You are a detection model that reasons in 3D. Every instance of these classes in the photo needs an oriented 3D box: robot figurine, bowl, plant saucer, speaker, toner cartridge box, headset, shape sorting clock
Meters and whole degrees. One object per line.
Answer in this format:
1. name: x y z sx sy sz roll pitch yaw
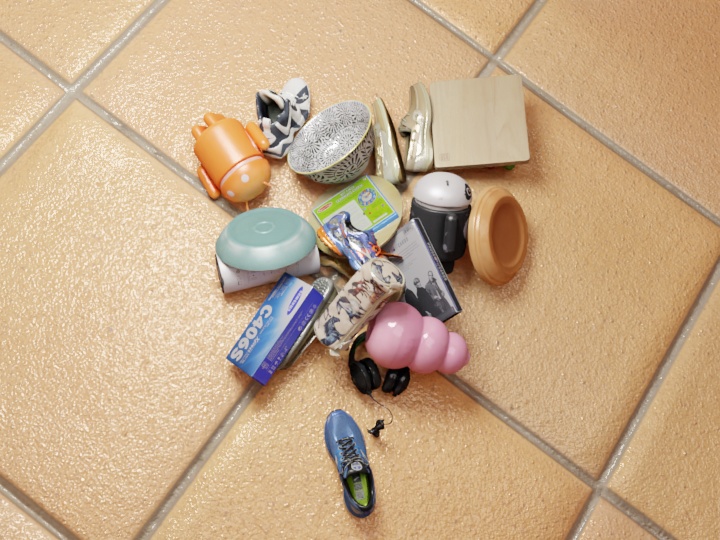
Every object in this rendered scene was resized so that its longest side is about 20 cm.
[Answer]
1. robot figurine: -0.254 -0.222 1.672 0.143 0.117 0.201 -32 80 -18
2. bowl: -0.043 -0.242 1.708 0.199 0.094 0.202 -22 42 21
3. plant saucer: -0.184 -0.071 1.616 0.197 0.036 0.201 -2 35 1
4. speaker: -0.180 -0.015 1.637 0.197 0.081 0.082 -13 75 -13
5. toner cartridge box: -0.161 0.108 1.576 0.095 0.043 0.201 24 76 44
6. headset: 0.036 0.213 1.615 0.122 0.094 0.202 6 56 -10
7. plant saucer: 0.284 -0.070 1.687 0.199 0.037 0.203 0 90 -49
8. robot figurine: 0.159 -0.095 1.667 0.149 0.203 0.124 23 29 36
9. shape sorting clock: -0.010 -0.109 1.682 0.197 0.039 0.202 -7 59 12

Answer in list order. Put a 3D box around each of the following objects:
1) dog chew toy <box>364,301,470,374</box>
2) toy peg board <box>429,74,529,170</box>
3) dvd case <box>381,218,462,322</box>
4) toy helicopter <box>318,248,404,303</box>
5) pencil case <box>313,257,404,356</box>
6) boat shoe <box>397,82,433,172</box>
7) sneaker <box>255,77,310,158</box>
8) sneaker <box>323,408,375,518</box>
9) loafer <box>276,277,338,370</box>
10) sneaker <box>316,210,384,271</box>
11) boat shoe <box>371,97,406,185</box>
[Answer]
1. dog chew toy: 0.111 0.137 1.565 0.198 0.125 0.126 19 70 -8
2. toy peg board: 0.254 -0.301 1.806 0.196 0.098 0.203 -4 72 6
3. dvd case: 0.104 0.021 1.640 0.025 0.150 0.202 -11 71 -44
4. toy helicopter: 0.000 0.000 1.658 0.199 0.079 0.133 32 92 18
5. pencil case: -0.002 0.064 1.515 0.077 0.200 0.090 9 42 -42
6. boat shoe: 0.114 -0.307 1.785 0.064 0.072 0.203 0 78 -10
7. sneaker: -0.159 -0.344 1.707 0.079 0.130 0.201 19 63 14
8. sneaker: -0.012 0.351 1.541 0.078 0.089 0.202 -16 75 -15
9. loafer: -0.100 0.112 1.609 0.070 0.075 0.201 40 83 -40
10. sneaker: 0.009 -0.037 1.577 0.199 0.075 0.079 39 99 9
11. boat shoe: 0.043 -0.270 1.760 0.066 0.074 0.202 -16 67 12
